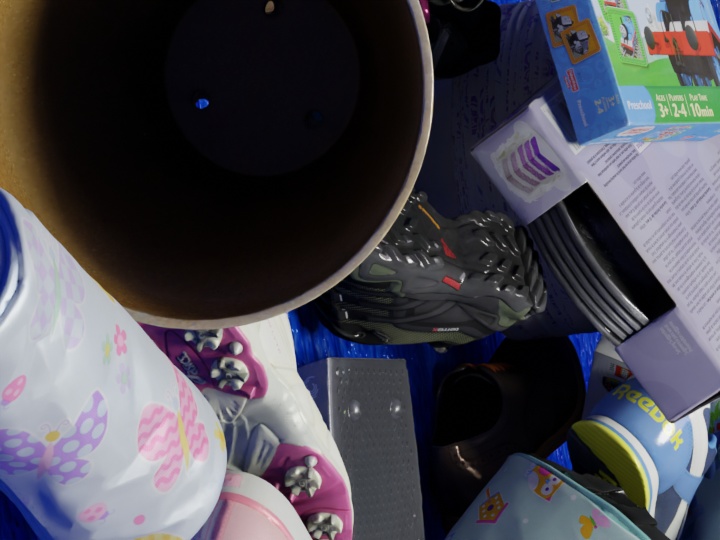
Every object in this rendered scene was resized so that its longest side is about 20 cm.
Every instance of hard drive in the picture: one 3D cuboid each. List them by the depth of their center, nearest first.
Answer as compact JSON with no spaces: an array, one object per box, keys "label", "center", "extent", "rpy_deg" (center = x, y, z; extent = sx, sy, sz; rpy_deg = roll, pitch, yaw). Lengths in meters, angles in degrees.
[{"label":"hard drive","center":[-0.003,0.146,1.358],"extent":[0.135,0.042,0.202],"rpy_deg":[6,79,-71]}]

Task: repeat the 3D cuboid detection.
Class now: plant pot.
[{"label":"plant pot","center":[-0.055,-0.078,1.125],"extent":[0.200,0.185,0.188],"rpy_deg":[-39,121,-83]}]

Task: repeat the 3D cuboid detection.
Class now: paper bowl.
[{"label":"paper bowl","center":[0.094,-0.059,1.609],"extent":[0.200,0.104,0.202],"rpy_deg":[-7,90,-70]}]

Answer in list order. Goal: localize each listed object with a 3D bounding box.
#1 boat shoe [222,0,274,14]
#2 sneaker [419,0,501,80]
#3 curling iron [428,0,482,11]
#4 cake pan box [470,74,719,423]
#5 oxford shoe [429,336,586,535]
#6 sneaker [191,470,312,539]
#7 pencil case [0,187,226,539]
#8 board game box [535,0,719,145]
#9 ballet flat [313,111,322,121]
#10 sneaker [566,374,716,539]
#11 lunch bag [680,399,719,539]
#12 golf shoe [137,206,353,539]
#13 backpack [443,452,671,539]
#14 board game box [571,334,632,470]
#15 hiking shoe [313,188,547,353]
[{"label":"boat shoe","center":[-0.065,-0.156,1.256],"extent":[0.073,0.072,0.201],"rpy_deg":[-57,143,-35]},{"label":"sneaker","center":[0.021,-0.155,1.452],"extent":[0.200,0.087,0.074],"rpy_deg":[40,48,-60]},{"label":"curling iron","center":[-0.005,-0.208,1.373],"extent":[0.200,0.050,0.026],"rpy_deg":[41,12,-17]},{"label":"cake pan box","center":[0.159,-0.031,1.462],"extent":[0.185,0.052,0.200],"rpy_deg":[51,30,-3]},{"label":"oxford shoe","center":[0.087,0.077,1.600],"extent":[0.200,0.071,0.073],"rpy_deg":[-65,138,-56]},{"label":"sneaker","center":[-0.029,0.192,1.205],"extent":[0.201,0.075,0.105],"rpy_deg":[54,33,-30]},{"label":"pencil case","center":[-0.121,0.044,0.997],"extent":[0.200,0.083,0.091],"rpy_deg":[50,52,-57]},{"label":"board game box","center":[0.135,-0.168,1.441],"extent":[0.151,0.036,0.201],"rpy_deg":[-7,77,-58]},{"label":"ballet flat","center":[0.000,-0.105,1.369],"extent":[0.072,0.071,0.201],"rpy_deg":[-70,155,-51]},{"label":"sneaker","center":[0.166,0.114,1.530],"extent":[0.082,0.074,0.200],"rpy_deg":[-47,163,-17]},{"label":"lunch bag","center":[0.229,0.148,1.580],"extent":[0.200,0.082,0.162],"rpy_deg":[140,-46,-68]},{"label":"golf shoe","center":[-0.047,0.057,1.223],"extent":[0.092,0.075,0.201],"rpy_deg":[-80,156,-46]},{"label":"backpack","center":[0.117,0.200,1.451],"extent":[0.153,0.176,0.200],"rpy_deg":[-42,148,-16]},{"label":"board game box","center":[0.171,0.059,1.634],"extent":[0.201,0.034,0.127],"rpy_deg":[93,23,-56]},{"label":"hiking shoe","center":[0.000,0.000,1.358],"extent":[0.199,0.101,0.076],"rpy_deg":[24,42,-35]}]
